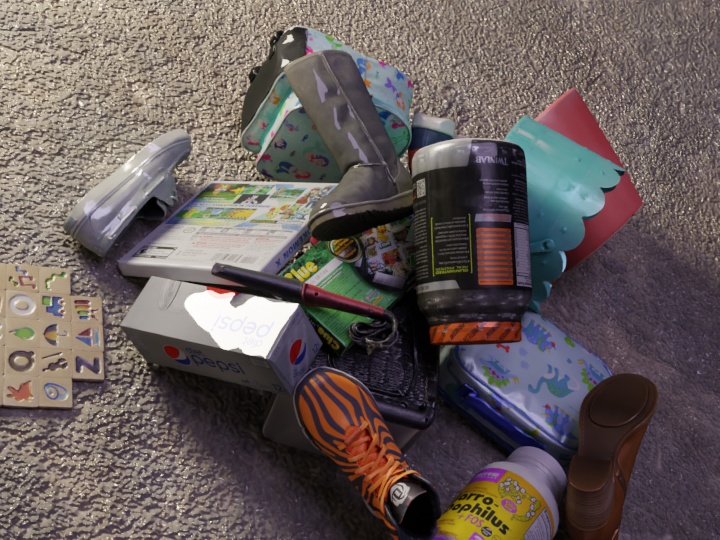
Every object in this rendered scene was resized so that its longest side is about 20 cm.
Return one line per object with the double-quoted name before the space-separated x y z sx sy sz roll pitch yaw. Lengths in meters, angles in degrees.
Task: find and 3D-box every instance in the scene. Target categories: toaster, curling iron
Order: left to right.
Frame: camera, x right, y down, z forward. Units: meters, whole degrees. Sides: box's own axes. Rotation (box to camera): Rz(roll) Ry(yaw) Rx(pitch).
"curling iron" -0.052 0.030 1.064 0.197 0.026 0.050 23 44 -8
"toaster" -0.005 0.097 1.166 0.197 0.119 0.183 17 49 -14

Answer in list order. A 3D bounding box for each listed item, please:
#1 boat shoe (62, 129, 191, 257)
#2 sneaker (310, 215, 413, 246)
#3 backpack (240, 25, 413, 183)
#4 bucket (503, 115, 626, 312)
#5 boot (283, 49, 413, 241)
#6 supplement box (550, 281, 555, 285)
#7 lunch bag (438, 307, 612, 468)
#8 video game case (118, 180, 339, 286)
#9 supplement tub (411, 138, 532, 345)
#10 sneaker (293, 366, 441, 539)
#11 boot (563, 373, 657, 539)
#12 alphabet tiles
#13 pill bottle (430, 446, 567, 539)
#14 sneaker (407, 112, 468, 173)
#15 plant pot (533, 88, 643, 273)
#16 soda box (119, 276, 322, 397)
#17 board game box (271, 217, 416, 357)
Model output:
"boat shoe" -0.247 -0.084 1.226 0.071 0.070 0.201 44 50 -3
"sneaker" 0.031 -0.066 1.348 0.198 0.075 0.081 -13 61 -36
"backpack" -0.033 -0.186 1.339 0.197 0.178 0.153 14 56 -24
"bucket" 0.202 -0.068 1.266 0.134 0.209 0.207 33 45 10
"boot" -0.027 -0.140 1.164 0.181 0.072 0.203 -16 79 -51
"supplement box" 0.151 0.013 1.354 0.197 0.067 0.069 -10 59 -35
"lunch bag" 0.188 0.131 1.268 0.199 0.083 0.161 36 45 2
"video game case" -0.138 -0.045 1.191 0.197 0.022 0.183 4 35 33
"supplement tub" 0.115 -0.026 1.124 0.120 0.122 0.204 2 83 -26
"sneaker" 0.018 0.179 1.025 0.077 0.112 0.201 -42 114 -9
"boot" 0.273 0.225 1.187 0.075 0.157 0.201 8 42 22
"alphabet tiles" -0.355 0.062 1.085 0.197 0.006 0.169 6 52 -25
"pill bottle" 0.137 0.268 1.115 0.104 0.105 0.200 42 46 9
"sneaker" 0.099 -0.144 1.425 0.074 0.086 0.200 13 -1 20
"plant pot" 0.265 -0.108 1.442 0.178 0.200 0.200 50 47 3
"soda box" -0.140 0.063 1.075 0.197 0.064 0.069 9 55 34
"board game box" 0.000 0.000 1.149 0.105 0.024 0.200 43 47 8
